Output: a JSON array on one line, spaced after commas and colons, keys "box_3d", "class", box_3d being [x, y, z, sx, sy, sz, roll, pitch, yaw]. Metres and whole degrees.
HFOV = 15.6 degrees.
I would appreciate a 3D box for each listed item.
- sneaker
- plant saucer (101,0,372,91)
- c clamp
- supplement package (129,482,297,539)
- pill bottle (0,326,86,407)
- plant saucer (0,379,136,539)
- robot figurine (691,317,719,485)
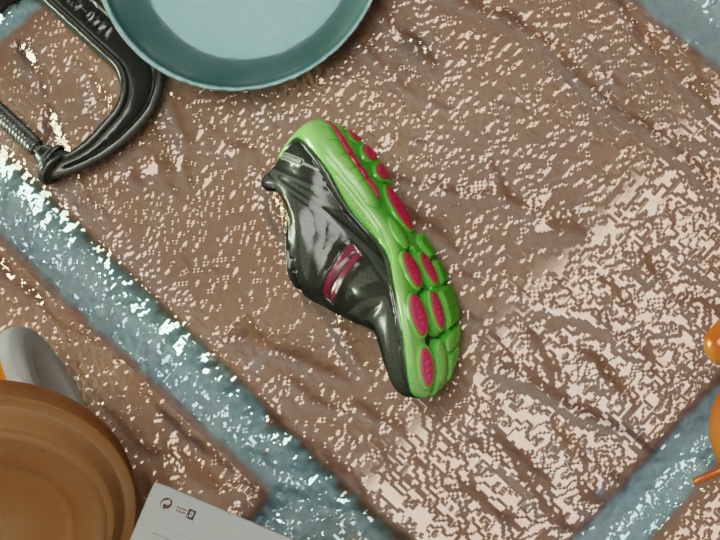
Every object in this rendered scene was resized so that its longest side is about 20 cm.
[{"box_3d": [0.000, 0.000, 1.686, 0.084, 0.077, 0.200, -36, 65, 23], "class": "sneaker"}, {"box_3d": [-0.079, -0.216, 1.760, 0.199, 0.036, 0.201, -1, 85, 9], "class": "plant saucer"}, {"box_3d": [-0.237, -0.130, 1.806, 0.200, 0.027, 0.171, 36, 83, 22], "class": "c clamp"}, {"box_3d": [-0.060, 0.263, 1.589, 0.191, 0.147, 0.201, 21, 83, 20], "class": "supplement package"}, {"box_3d": [-0.281, 0.126, 1.707, 0.200, 0.110, 0.110, -27, 71, 8], "class": "pill bottle"}, {"box_3d": [-0.240, 0.156, 1.650, 0.200, 0.200, 0.032, -28, 36, 8], "class": "plant saucer"}, {"box_3d": [0.286, 0.069, 1.554, 0.117, 0.144, 0.200, 34, 87, 43], "class": "robot figurine"}]
